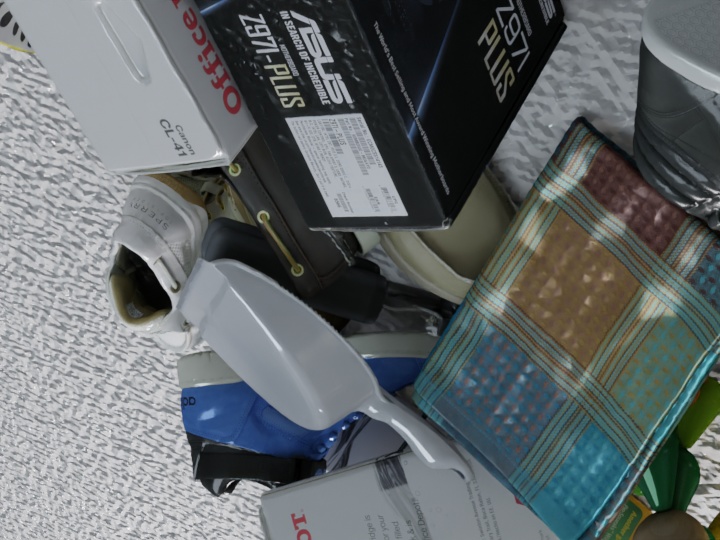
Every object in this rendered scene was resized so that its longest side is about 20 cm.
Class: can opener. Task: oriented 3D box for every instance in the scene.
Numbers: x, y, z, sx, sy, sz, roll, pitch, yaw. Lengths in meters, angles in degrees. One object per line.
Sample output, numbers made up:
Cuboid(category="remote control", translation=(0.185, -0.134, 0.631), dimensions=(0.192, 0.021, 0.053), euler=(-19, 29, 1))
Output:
Cuboid(category="can opener", translation=(0.000, 0.000, 1.014), dimensions=(0.197, 0.067, 0.053), euler=(12, -168, -13))

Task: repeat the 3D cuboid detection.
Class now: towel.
Cuboid(category="towel", translation=(0.119, 0.039, 0.897), dimensions=(0.147, 0.022, 0.201), euler=(43, 120, 26))

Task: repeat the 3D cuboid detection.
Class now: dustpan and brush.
Cuboid(category="dustpan and brush", translation=(-0.017, 0.065, 0.962), dimensions=(0.200, 0.057, 0.140), euler=(48, 161, 2))

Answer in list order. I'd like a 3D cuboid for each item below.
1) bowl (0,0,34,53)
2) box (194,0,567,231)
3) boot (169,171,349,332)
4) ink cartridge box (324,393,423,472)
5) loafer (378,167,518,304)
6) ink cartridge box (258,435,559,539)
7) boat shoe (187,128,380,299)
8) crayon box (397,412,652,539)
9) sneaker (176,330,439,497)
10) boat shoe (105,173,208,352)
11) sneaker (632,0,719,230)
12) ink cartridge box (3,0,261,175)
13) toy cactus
Cuboid(category="bowl", translation=(-0.221, -0.232, 0.944), dimensions=(0.094, 0.201, 0.201), euler=(-40, 102, 14))
Cuboid(category="box", translation=(0.005, -0.146, 0.766), dimensions=(0.085, 0.164, 0.201), euler=(0, 132, 34))
Cuboid(category="boot", translation=(-0.091, -0.051, 1.093), dimensions=(0.153, 0.072, 0.201), euler=(17, 143, 37))
Cuboid(category="ink cartridge box", translation=(-0.025, 0.126, 1.215), dimensions=(0.199, 0.085, 0.146), euler=(38, 159, 4))
Cuboid(category="loafer", translation=(0.032, -0.060, 0.941), dimensions=(0.200, 0.076, 0.068), euler=(47, 154, -10))
Cuboid(category="ink cartridge box", translation=(0.049, 0.181, 1.017), dimensions=(0.083, 0.197, 0.147), euler=(85, 168, -86))
Cuboid(category="boat shoe", translation=(-0.075, -0.074, 0.946), dimensions=(0.201, 0.060, 0.072), euler=(48, 173, 10))
Cuboid(category="crayon box", translation=(0.109, 0.176, 1.109), dimensions=(0.199, 0.126, 0.052), euler=(38, 150, 3))
Cuboid(category="sneaker", translation=(-0.022, 0.103, 1.100), dimensions=(0.197, 0.113, 0.077), euler=(-6, 175, 0))
Cuboid(category="boat shoe", translation=(-0.141, 0.009, 1.093), dimensions=(0.070, 0.070, 0.201), euler=(28, 153, 15))
Cuboid(category="sneaker", translation=(0.213, -0.049, 0.774), dimensions=(0.199, 0.071, 0.100), euler=(36, 151, 19))
Cuboid(category="ink cartridge box", translation=(-0.079, -0.166, 0.797), dimensions=(0.085, 0.201, 0.149), euler=(-3, 129, 38))
Cuboid(category="toy cactus", translation=(0.172, 0.133, 0.953), dimensions=(0.101, 0.166, 0.202), euler=(-3, 130, 13))
